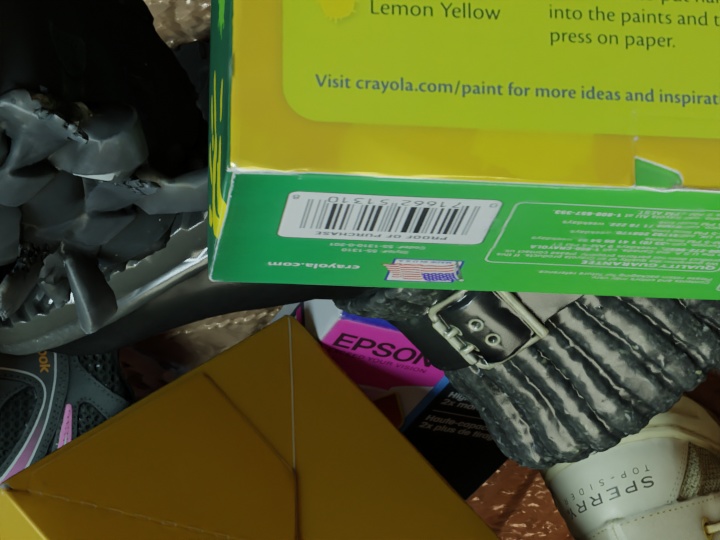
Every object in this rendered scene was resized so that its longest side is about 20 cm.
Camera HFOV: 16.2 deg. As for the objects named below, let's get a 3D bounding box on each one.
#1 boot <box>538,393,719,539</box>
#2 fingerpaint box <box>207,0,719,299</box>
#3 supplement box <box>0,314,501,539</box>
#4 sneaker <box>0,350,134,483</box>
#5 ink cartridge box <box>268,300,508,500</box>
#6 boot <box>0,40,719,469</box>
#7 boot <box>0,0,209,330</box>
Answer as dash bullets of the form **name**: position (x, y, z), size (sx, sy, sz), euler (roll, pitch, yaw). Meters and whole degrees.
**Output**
- **boot**: position (0.137, 0.133, 0.872), size (0.073, 0.156, 0.200), euler (-26, 153, 22)
- **fingerpaint box**: position (0.068, -0.082, 0.542), size (0.199, 0.168, 0.073), euler (2, 162, -7)
- **supplement box**: position (-0.038, 0.166, 0.794), size (0.133, 0.197, 0.200), euler (-30, 161, -45)
- **sneaker**: position (-0.112, 0.081, 0.869), size (0.086, 0.081, 0.200), euler (-8, 153, -11)
- **ink cartridge box**: position (0.012, 0.038, 0.848), size (0.094, 0.037, 0.200), euler (12, 142, -22)
- **boot**: position (0.001, 0.002, 0.736), size (0.210, 0.080, 0.158), euler (-22, 136, 26)
- **boot**: position (-0.113, -0.086, 0.548), size (0.073, 0.199, 0.162), euler (-34, 161, 14)
